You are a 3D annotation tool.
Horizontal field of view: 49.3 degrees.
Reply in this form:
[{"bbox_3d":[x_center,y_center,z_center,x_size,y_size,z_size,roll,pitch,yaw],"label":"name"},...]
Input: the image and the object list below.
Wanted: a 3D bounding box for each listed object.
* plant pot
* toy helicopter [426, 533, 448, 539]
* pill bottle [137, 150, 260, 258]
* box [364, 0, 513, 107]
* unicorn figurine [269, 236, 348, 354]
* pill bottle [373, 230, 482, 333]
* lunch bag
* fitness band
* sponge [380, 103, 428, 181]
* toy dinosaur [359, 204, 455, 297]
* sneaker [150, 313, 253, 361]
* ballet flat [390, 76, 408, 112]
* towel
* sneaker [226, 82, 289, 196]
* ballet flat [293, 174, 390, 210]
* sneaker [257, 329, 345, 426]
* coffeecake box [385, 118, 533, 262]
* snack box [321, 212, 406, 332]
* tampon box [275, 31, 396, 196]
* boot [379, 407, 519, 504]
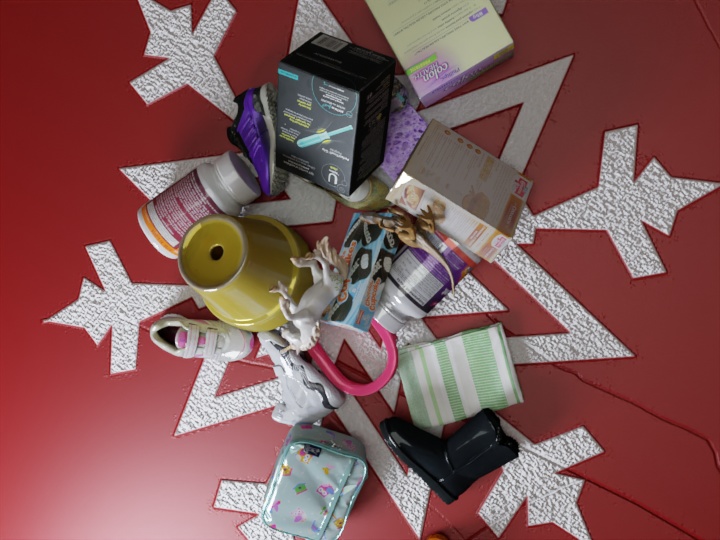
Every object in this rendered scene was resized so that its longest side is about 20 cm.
[{"bbox_3d":[-0.203,-0.008,1.326,0.200,0.189,0.201,-4,76,18],"label":"plant pot"},{"bbox_3d":[0.086,0.558,1.390,0.200,0.079,0.132,-21,97,22],"label":"toy helicopter"},{"bbox_3d":[-0.285,-0.119,1.399,0.200,0.114,0.114,-33,86,11],"label":"pill bottle"},{"bbox_3d":[0.133,-0.409,1.314,0.176,0.097,0.200,-30,86,11],"label":"box"},{"bbox_3d":[-0.088,0.053,1.289,0.200,0.137,0.074,-44,40,0],"label":"unicorn figurine"},{"bbox_3d":[0.100,0.009,1.331,0.111,0.111,0.200,46,100,6],"label":"pill bottle"},{"bbox_3d":[-0.077,0.374,1.377,0.160,0.077,0.200,20,106,-6],"label":"lunch bag"},{"bbox_3d":[-0.018,0.125,1.390,0.144,0.037,0.200,-41,78,13],"label":"fitness band"},{"bbox_3d":[0.057,-0.240,1.370,0.112,0.030,0.200,-42,84,10],"label":"sponge"},{"bbox_3d":[0.092,-0.053,1.243,0.200,0.106,0.060,37,71,12],"label":"toy dinosaur"},{"bbox_3d":[-0.294,0.127,1.425,0.200,0.088,0.081,4,93,11],"label":"sneaker"},{"bbox_3d":[-0.013,-0.327,1.331,0.200,0.072,0.072,24,97,20],"label":"ballet flat"},{"bbox_3d":[0.170,0.185,1.370,0.200,0.023,0.153,-17,90,11],"label":"towel"},{"bbox_3d":[-0.187,-0.227,1.404,0.099,0.070,0.200,-7,87,18],"label":"sneaker"},{"bbox_3d":[-0.042,-0.159,1.375,0.200,0.071,0.071,26,97,9],"label":"ballet flat"},{"bbox_3d":[-0.132,0.200,1.402,0.200,0.075,0.115,44,97,4],"label":"sneaker"},{"bbox_3d":[0.164,-0.131,1.271,0.200,0.154,0.073,31,139,-3],"label":"coffeecake box"},{"bbox_3d":[0.000,0.000,1.330,0.037,0.116,0.200,25,80,-33],"label":"snack box"},{"bbox_3d":[-0.043,-0.252,1.273,0.150,0.126,0.200,25,136,17],"label":"tampon box"},{"bbox_3d":[0.155,0.285,1.342,0.168,0.076,0.200,-42,97,13],"label":"boot"}]
